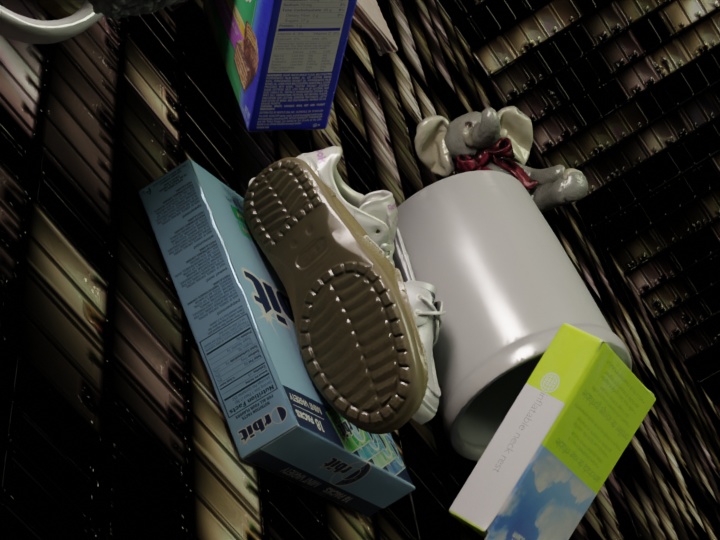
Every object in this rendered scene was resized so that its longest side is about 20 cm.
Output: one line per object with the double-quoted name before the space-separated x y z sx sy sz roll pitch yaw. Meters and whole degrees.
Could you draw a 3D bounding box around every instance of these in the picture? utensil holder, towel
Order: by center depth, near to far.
"utensil holder" 0.115 0.038 1.505 0.170 0.170 0.200 41 19 -55
"towel" -0.031 -0.397 2.280 0.191 0.032 0.200 43 20 -53

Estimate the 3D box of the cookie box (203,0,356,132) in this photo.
"cookie box" -0.066 -0.244 1.425 0.200 0.075 0.171 106 -28 -45

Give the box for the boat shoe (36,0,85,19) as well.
"boat shoe" -0.221 -0.263 1.137 0.200 0.065 0.072 60 12 8

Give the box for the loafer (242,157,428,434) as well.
"loafer" -0.006 0.015 1.079 0.067 0.076 0.200 26 34 -54

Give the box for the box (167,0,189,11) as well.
"box" -0.176 -0.321 1.439 0.100 0.075 0.200 45 20 -45

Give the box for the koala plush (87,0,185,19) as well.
"koala plush" -0.196 -0.218 0.846 0.184 0.200 0.178 73 -1 -57

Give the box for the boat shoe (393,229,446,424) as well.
"boat shoe" 0.033 0.032 1.411 0.072 0.068 0.200 46 18 -45

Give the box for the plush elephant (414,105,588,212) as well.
"plush elephant" 0.156 -0.130 2.095 0.200 0.164 0.155 159 -87 -74

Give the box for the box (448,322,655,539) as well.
"box" 0.150 0.155 1.381 0.048 0.200 0.122 27 -10 38

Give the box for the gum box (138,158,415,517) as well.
"gum box" -0.052 0.046 1.106 0.170 0.045 0.200 38 25 -58

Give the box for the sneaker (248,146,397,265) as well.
"sneaker" 0.000 0.000 1.293 0.200 0.100 0.075 57 10 -14

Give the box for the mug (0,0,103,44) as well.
"mug" -0.177 -0.223 1.023 0.175 0.148 0.200 39 60 -21
